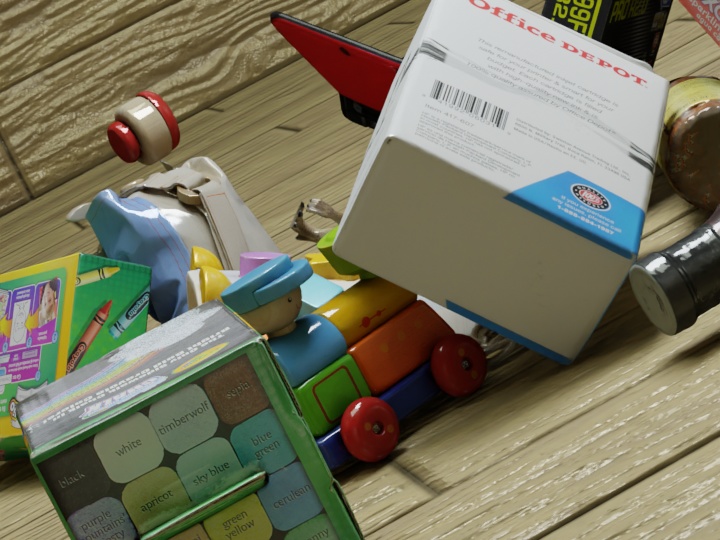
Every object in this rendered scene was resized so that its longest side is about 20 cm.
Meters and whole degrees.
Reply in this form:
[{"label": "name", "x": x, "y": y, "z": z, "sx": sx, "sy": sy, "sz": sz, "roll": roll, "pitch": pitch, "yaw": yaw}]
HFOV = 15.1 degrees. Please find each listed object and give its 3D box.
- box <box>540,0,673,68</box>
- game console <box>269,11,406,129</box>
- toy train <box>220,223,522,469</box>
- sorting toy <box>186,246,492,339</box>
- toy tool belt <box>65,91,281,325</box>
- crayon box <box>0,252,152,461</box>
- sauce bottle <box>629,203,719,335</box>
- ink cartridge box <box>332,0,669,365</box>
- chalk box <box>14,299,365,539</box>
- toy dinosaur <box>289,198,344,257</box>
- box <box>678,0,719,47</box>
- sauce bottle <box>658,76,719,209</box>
[{"label": "box", "x": 0.165, "y": -0.188, "z": 1.733, "sx": 0.044, "sy": 0.161, "sz": 0.200, "roll": 19, "pitch": 13, "yaw": 14}, {"label": "game console", "x": 0.070, "y": -0.136, "z": 1.805, "sx": 0.199, "sy": 0.119, "sz": 0.172, "roll": 25, "pitch": 48, "yaw": 39}, {"label": "toy train", "x": 0.018, "y": 0.018, "z": 1.482, "sx": 0.200, "sy": 0.116, "sz": 0.084, "roll": -34, "pitch": 13, "yaw": -34}, {"label": "sorting toy", "x": -0.008, "y": 0.032, "z": 1.619, "sx": 0.179, "sy": 0.108, "sz": 0.200, "roll": -9, "pitch": 8, "yaw": -7}, {"label": "toy tool belt", "x": -0.140, "y": -0.018, "z": 1.866, "sx": 0.123, "sy": 0.200, "sz": 0.125, "roll": -31, "pitch": -12, "yaw": -23}, {"label": "crayon box", "x": -0.218, "y": 0.062, "z": 1.845, "sx": 0.058, "sy": 0.120, "sz": 0.200, "roll": 12, "pitch": -13, "yaw": -32}, {"label": "sauce bottle", "x": 0.226, "y": -0.032, "z": 1.352, "sx": 0.199, "sy": 0.066, "sz": 0.066, "roll": -31, "pitch": 11, "yaw": -16}, {"label": "ink cartridge box", "x": 0.080, "y": -0.059, "z": 1.478, "sx": 0.200, "sy": 0.145, "sz": 0.085, "roll": -69, "pitch": 5, "yaw": -58}, {"label": "chalk box", "x": -0.080, "y": 0.105, "z": 1.287, "sx": 0.124, "sy": 0.124, "sz": 0.200, "roll": -27, "pitch": 11, "yaw": -6}, {"label": "toy dinosaur", "x": 0.000, "y": 0.000, "z": 1.725, "sx": 0.200, "sy": 0.101, "sz": 0.059, "roll": 135, "pitch": 155, "yaw": -73}, {"label": "box", "x": 0.251, "y": -0.176, "z": 1.555, "sx": 0.102, "sy": 0.200, "sz": 0.095, "roll": -28, "pitch": -19, "yaw": -31}, {"label": "sauce bottle", "x": 0.204, "y": -0.083, "z": 1.613, "sx": 0.066, "sy": 0.066, "sz": 0.200, "roll": -26, "pitch": 11, "yaw": 8}]
